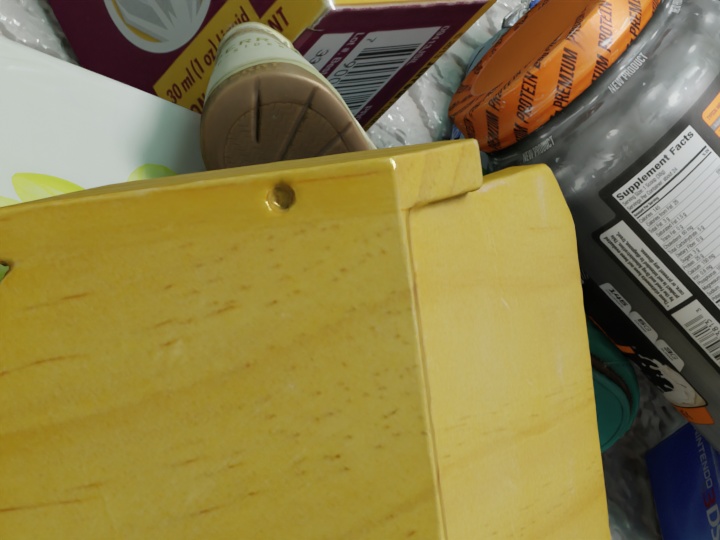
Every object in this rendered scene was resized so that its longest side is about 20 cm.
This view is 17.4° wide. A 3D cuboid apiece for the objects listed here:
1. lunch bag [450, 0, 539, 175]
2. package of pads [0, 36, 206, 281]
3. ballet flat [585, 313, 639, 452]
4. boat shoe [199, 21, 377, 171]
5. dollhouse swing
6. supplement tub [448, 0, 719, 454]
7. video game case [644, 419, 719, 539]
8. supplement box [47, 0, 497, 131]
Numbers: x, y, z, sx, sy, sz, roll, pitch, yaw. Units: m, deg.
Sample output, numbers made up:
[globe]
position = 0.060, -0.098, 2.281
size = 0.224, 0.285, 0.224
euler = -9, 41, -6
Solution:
[lunch bag]
position = 0.130, -0.040, 1.052
size = 0.200, 0.076, 0.160
euler = 35, 39, -15
[package of pads]
position = -0.136, -0.010, 0.797
size = 0.200, 0.068, 0.155
euler = 20, 47, -31
[ballet flat]
position = 0.026, 0.004, 0.939
size = 0.200, 0.067, 0.070
euler = 34, 21, -17
[boat shoe]
position = 0.000, 0.000, 0.861
size = 0.063, 0.073, 0.200
euler = -101, 171, -60
[dollhouse swing]
position = -0.015, 0.062, 0.777
size = 0.176, 0.182, 0.200
euler = -45, 127, -80
[supplement tub]
position = 0.135, -0.022, 0.913
size = 0.200, 0.123, 0.123
euler = 46, 39, -12
[video game case]
position = 0.217, 0.168, 0.975
size = 0.181, 0.045, 0.200
euler = 17, 48, -32
[supplement box]
position = -0.057, -0.148, 0.931
size = 0.103, 0.131, 0.200
euler = -10, 64, -45
